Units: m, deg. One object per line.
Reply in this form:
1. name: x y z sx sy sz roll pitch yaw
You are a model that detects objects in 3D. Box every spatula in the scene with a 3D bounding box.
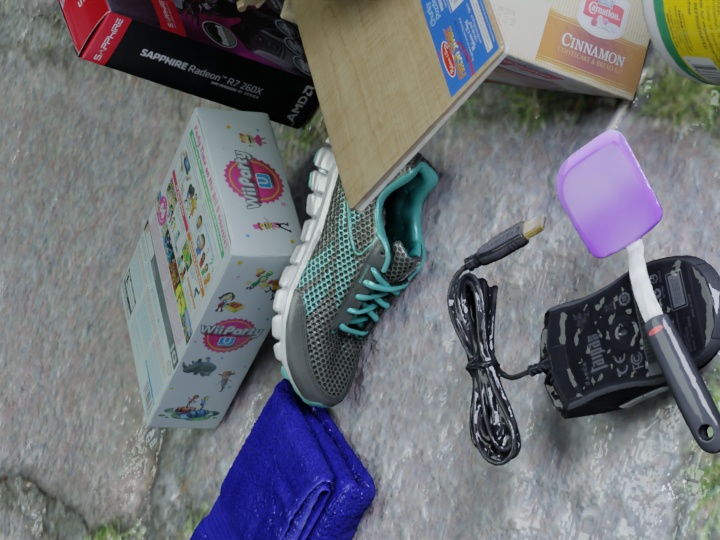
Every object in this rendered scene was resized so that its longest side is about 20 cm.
1. spatula: 0.166 0.015 1.339 0.057 0.021 0.200 -34 62 29

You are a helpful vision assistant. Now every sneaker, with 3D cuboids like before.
1. sneaker: 0.000 0.000 1.616 0.091 0.078 0.200 12 92 43

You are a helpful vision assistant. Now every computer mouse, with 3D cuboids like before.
1. computer mouse: 0.140 0.024 1.408 0.200 0.046 0.141 -30 62 35

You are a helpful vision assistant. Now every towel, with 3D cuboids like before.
1. towel: -0.074 0.192 1.651 0.200 0.050 0.148 -60 37 17

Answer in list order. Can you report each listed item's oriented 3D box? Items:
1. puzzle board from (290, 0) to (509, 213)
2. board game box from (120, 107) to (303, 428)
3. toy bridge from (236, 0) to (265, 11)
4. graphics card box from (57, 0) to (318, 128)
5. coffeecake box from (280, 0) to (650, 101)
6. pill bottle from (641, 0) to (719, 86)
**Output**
1. puzzle board: 0.022 -0.154 1.427 0.151 0.017 0.200 -45 44 32
2. board game box: -0.114 0.001 1.740 0.200 0.064 0.148 118 147 -43
3. toy bridge: -0.018 -0.229 1.475 0.200 0.027 0.067 -44 45 33
4. graphics card box: -0.131 -0.184 1.764 0.051 0.200 0.126 -54 37 25
5. coffeecake box: 0.069 -0.171 1.517 0.200 0.153 0.073 14 88 56
6. pill bottle: 0.258 -0.153 1.282 0.200 0.113 0.113 13 87 56
